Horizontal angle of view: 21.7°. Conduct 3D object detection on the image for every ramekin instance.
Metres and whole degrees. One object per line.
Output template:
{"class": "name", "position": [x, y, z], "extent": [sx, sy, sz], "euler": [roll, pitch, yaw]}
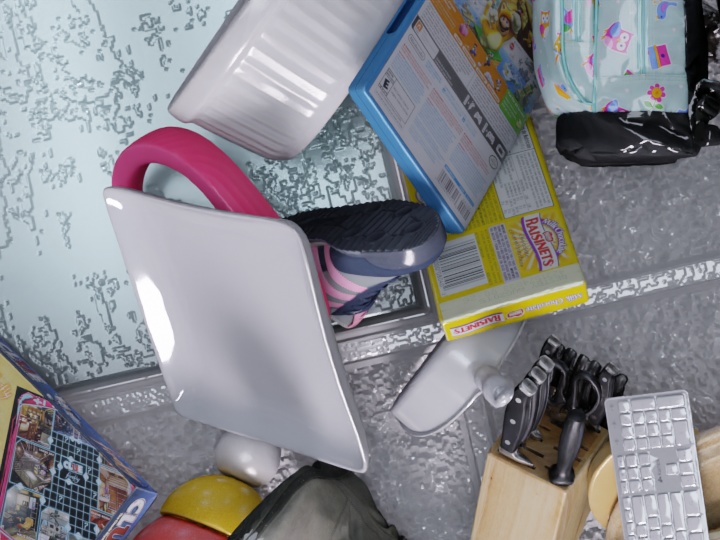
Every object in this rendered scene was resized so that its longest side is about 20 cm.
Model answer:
{"class": "ramekin", "position": [-0.043, -0.168, 1.321], "extent": [0.094, 0.202, 0.202], "euler": [34, 93, -10]}

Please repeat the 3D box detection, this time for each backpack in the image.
{"class": "backpack", "position": [0.180, -0.174, 1.294], "extent": [0.126, 0.167, 0.200], "euler": [-2, 91, -7]}

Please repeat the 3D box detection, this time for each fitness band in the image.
{"class": "fitness band", "position": [-0.102, -0.012, 1.350], "extent": [0.037, 0.144, 0.200], "euler": [-38, 88, -33]}

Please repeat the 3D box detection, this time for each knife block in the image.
{"class": "knife block", "position": [0.121, 0.147, 1.309], "extent": [0.064, 0.176, 0.200], "euler": [26, 93, 20]}

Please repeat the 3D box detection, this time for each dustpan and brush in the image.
{"class": "dustpan and brush", "position": [0.079, 0.067, 1.303], "extent": [0.057, 0.200, 0.140], "euler": [38, 92, 2]}

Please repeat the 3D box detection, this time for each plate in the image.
{"class": "plate", "position": [-0.081, 0.034, 1.312], "extent": [0.199, 0.032, 0.200], "euler": [13, 129, 42]}

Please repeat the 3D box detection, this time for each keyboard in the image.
{"class": "keyboard", "position": [0.204, 0.180, 1.246], "extent": [0.056, 0.011, 0.200], "euler": [-8, 91, 23]}

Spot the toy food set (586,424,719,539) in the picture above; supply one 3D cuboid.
{"class": "toy food set", "position": [0.260, 0.169, 1.319], "extent": [0.200, 0.049, 0.198], "euler": [-17, 132, 0]}

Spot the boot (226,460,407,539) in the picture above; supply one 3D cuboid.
{"class": "boot", "position": [-0.011, 0.200, 1.315], "extent": [0.131, 0.200, 0.068], "euler": [47, 110, 7]}

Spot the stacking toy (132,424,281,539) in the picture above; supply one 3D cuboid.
{"class": "stacking toy", "position": [-0.108, 0.201, 1.369], "extent": [0.146, 0.146, 0.200], "euler": [23, 76, 4]}

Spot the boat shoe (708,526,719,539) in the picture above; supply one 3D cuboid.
{"class": "boat shoe", "position": [0.251, 0.215, 1.268], "extent": [0.200, 0.074, 0.069], "euler": [-29, 56, 11]}

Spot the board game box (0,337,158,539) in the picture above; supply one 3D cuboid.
{"class": "board game box", "position": [-0.256, 0.152, 1.371], "extent": [0.200, 0.035, 0.136], "euler": [40, 93, 30]}

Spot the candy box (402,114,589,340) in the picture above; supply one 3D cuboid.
{"class": "candy box", "position": [0.089, -0.041, 1.327], "extent": [0.102, 0.026, 0.200], "euler": [-14, 45, 3]}

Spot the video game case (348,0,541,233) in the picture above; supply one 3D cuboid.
{"class": "video game case", "position": [0.075, -0.147, 1.306], "extent": [0.143, 0.018, 0.200], "euler": [53, 55, -35]}

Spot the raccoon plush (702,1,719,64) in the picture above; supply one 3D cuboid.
{"class": "raccoon plush", "position": [0.282, -0.098, 1.367], "extent": [0.200, 0.097, 0.134], "euler": [40, 109, 33]}

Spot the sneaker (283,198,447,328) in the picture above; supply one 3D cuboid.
{"class": "sneaker", "position": [0.000, 0.000, 1.333], "extent": [0.070, 0.200, 0.082], "euler": [-38, 111, -31]}
